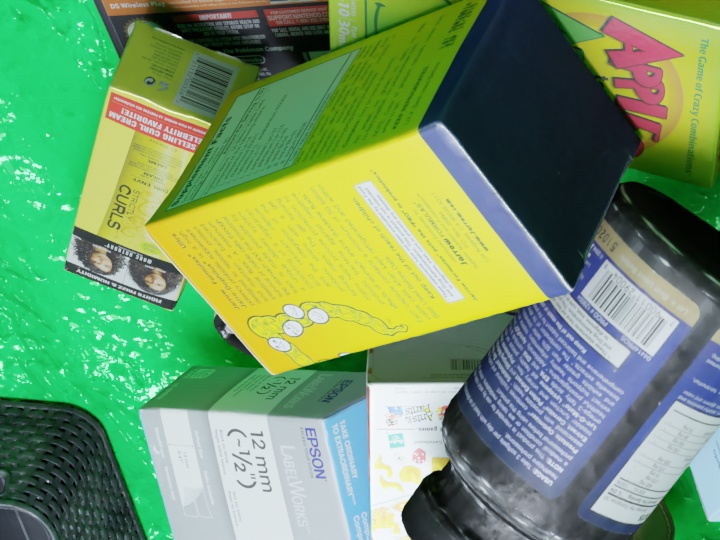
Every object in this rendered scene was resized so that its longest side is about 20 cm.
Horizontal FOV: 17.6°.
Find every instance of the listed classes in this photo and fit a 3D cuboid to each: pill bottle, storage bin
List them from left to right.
[{"bbox_3d":[-0.228,0.189,1.574,0.134,0.094,0.201,4,132,21],"label":"storage bin"},{"bbox_3d":[0.110,0.066,1.128,0.112,0.112,0.200,34,105,-10],"label":"pill bottle"}]

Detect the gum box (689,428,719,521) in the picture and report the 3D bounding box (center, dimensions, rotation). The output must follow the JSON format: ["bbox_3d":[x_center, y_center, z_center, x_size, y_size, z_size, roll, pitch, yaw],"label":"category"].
[{"bbox_3d":[0.291,0.065,1.193,0.169,0.045,0.200,4,144,-28],"label":"gum box"}]

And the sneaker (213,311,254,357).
[{"bbox_3d":[0.000,0.000,1.271,0.200,0.116,0.076,-22,120,38],"label":"sneaker"}]

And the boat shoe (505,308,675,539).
[{"bbox_3d":[0.127,0.099,1.340,0.066,0.074,0.200,-17,123,42],"label":"boat shoe"}]

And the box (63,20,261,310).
[{"bbox_3d":[-0.112,-0.054,1.288,0.075,0.050,0.200,22,148,-4],"label":"box"}]

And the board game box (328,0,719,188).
[{"bbox_3d":[0.084,-0.115,1.122,0.199,0.048,0.102,16,138,16],"label":"board game box"}]

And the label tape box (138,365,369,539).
[{"bbox_3d":[-0.021,0.136,1.365,0.199,0.066,0.144,2,114,35],"label":"label tape box"}]

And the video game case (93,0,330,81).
[{"bbox_3d":[-0.053,-0.157,1.210,0.199,0.026,0.181,-1,131,26],"label":"video game case"}]

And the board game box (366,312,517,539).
[{"bbox_3d":[0.056,0.134,1.266,0.104,0.103,0.201,0,109,1],"label":"board game box"}]

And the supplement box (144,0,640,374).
[{"bbox_3d":[0.014,-0.040,1.118,0.199,0.109,0.110,-17,123,42],"label":"supplement box"}]
